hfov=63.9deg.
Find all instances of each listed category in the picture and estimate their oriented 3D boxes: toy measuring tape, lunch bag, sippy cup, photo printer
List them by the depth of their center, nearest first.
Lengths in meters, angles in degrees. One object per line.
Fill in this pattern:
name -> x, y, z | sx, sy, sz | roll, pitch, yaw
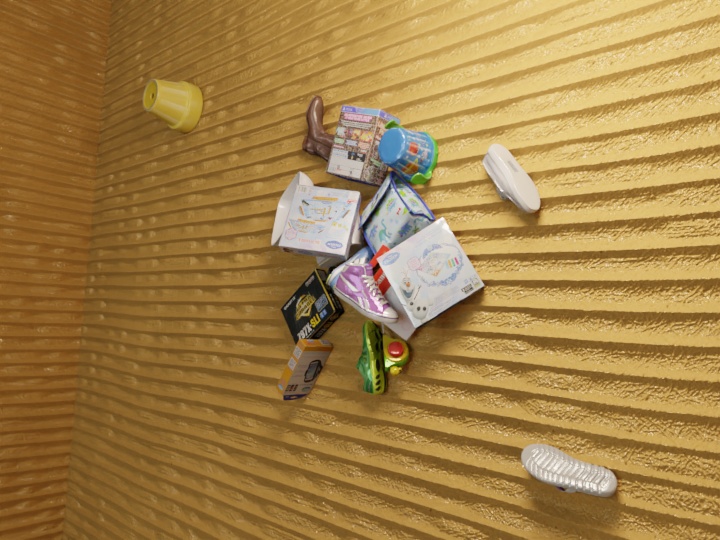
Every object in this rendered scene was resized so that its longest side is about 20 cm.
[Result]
sippy cup -> 0.119, -0.317, 1.542 | 0.176, 0.129, 0.142 | 28, 102, 41
toy measuring tape -> 0.093, 0.188, 1.553 | 0.073, 0.073, 0.203 | -32, 47, 35
lunch bag -> 0.083, -0.148, 1.564 | 0.171, 0.126, 0.202 | -53, 42, 26
photo printer -> -0.073, -0.130, 1.723 | 0.165, 0.069, 0.204 | -31, 58, 35

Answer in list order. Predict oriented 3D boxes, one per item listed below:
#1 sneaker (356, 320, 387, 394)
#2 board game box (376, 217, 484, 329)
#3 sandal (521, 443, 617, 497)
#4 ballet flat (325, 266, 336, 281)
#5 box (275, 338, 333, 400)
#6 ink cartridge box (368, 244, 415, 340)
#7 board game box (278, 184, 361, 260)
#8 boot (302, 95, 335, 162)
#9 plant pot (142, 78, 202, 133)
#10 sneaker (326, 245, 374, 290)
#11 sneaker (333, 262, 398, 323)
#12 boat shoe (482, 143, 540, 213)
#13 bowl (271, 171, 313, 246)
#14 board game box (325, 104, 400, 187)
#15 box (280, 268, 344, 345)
sneaker -> 0.021, 0.240, 1.593 | 0.082, 0.073, 0.205 | -12, 77, 36
board game box -> 0.172, 0.007, 1.428 | 0.198, 0.043, 0.201 | -31, 75, 5
sandal -> 0.430, 0.429, 1.207 | 0.200, 0.082, 0.050 | 12, 136, 41
ballet flat -> -0.031, 0.035, 1.669 | 0.198, 0.072, 0.075 | 26, 101, 44
box -> -0.172, 0.299, 1.732 | 0.041, 0.118, 0.202 | 42, 111, 37
ink cartridge box -> 0.091, 0.059, 1.502 | 0.198, 0.057, 0.164 | 35, 113, -4
board game box -> -0.112, -0.138, 1.637 | 0.196, 0.041, 0.203 | 9, 68, 14
boot -> -0.097, -0.431, 1.797 | 0.199, 0.063, 0.190 | 32, 118, 44
plant pot -> -0.780, -0.690, 2.375 | 0.198, 0.187, 0.206 | -6, 81, 41
sneaker -> 0.000, 0.000, 1.606 | 0.199, 0.074, 0.082 | -39, 74, -14
sneaker -> 0.026, 0.050, 1.482 | 0.198, 0.072, 0.116 | 30, 108, 21
boat shoe -> 0.349, -0.206, 1.363 | 0.202, 0.071, 0.069 | 59, 143, 23
bowl -> -0.204, -0.183, 1.811 | 0.200, 0.073, 0.203 | -45, 34, 49
board game box -> 0.006, -0.359, 1.672 | 0.158, 0.096, 0.204 | 21, 98, 42
box -> -0.152, 0.122, 1.786 | 0.200, 0.049, 0.161 | -46, 58, 28
